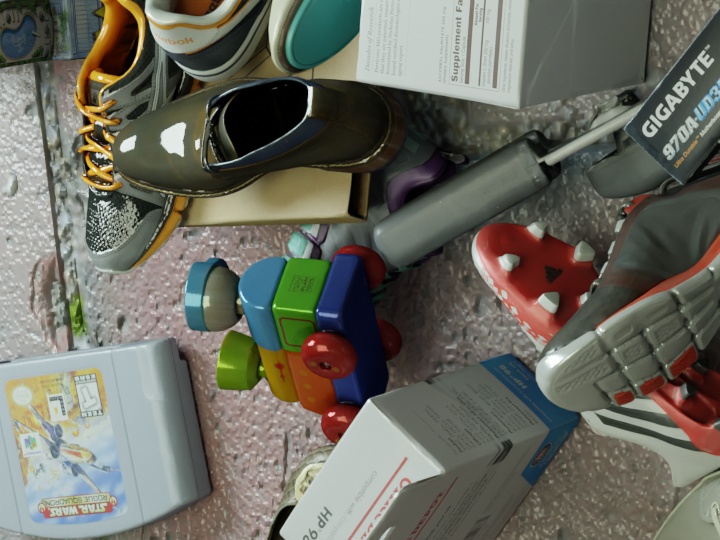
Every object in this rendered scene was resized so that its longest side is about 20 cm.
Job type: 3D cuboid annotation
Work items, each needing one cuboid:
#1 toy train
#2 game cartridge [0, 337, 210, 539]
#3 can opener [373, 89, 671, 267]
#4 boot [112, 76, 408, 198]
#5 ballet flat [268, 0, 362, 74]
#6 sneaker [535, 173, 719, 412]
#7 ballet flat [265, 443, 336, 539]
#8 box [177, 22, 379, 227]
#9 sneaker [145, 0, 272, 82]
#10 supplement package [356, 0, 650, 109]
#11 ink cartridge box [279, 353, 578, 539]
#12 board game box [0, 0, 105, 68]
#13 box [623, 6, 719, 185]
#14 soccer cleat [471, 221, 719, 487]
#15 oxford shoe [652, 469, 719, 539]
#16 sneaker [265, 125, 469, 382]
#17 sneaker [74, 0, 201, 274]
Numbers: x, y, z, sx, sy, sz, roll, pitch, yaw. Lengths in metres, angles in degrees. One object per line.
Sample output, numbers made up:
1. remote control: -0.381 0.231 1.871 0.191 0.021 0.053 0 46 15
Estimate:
1. toy train: -0.037 0.067 1.454 0.115 0.085 0.200 7 142 16
2. game cartridge: -0.199 0.123 1.655 0.199 0.041 0.134 -9 89 35
3. can opener: 0.106 -0.047 1.384 0.200 0.053 0.067 -30 93 21
4. boot: -0.081 -0.088 1.389 0.199 0.097 0.075 -7 79 26
5. ballet flat: -0.005 -0.193 1.386 0.069 0.200 0.070 33 152 20
6. sneaker: 0.167 0.001 1.318 0.082 0.200 0.077 42 160 36
7. ballet flat: -0.047 0.206 1.558 0.067 0.046 0.200 35 116 24
8. box: -0.064 -0.109 1.483 0.200 0.021 0.164 0 82 44
9. sneaker: -0.069 -0.219 1.436 0.078 0.079 0.201 18 81 24
10. supplement package: 0.089 -0.205 1.324 0.111 0.156 0.201 12 105 31
11. ink cartridge box: 0.032 0.126 1.395 0.067 0.200 0.116 44 120 21
12. board game box: -0.251 -0.170 1.568 0.199 0.200 0.062 -1 99 20
13. box: 0.239 -0.129 1.208 0.046 0.200 0.159 46 121 16
14. soccer cleat: 0.139 0.051 1.371 0.200 0.069 0.085 37 138 2
15. oxford shoe: 0.232 0.142 1.349 0.200 0.058 0.075 -40 78 35
16. sneaker: 0.000 0.000 1.475 0.087 0.074 0.201 28 112 22
17. sneaker: -0.151 -0.097 1.498 0.078 0.077 0.201 14 95 44
